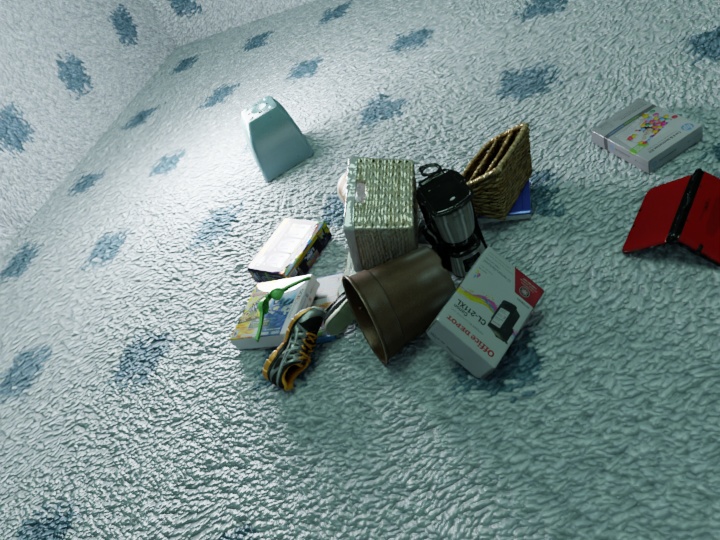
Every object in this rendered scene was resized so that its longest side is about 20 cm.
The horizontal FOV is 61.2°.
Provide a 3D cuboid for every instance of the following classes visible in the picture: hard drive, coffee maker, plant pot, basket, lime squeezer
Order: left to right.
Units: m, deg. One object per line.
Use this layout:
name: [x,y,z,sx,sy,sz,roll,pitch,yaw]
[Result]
plant pot: [-0.302,-0.467,2.067,0.193,0.203,0.197,-30,38,-3]
lime squeezer: [-0.206,0.074,1.465,0.070,0.038,0.201,19,63,49]
basket: [0.052,-0.128,1.398,0.155,0.202,0.204,-1,61,9]
plant pot: [0.088,0.058,1.289,0.195,0.204,0.201,-28,38,-11]
coffee maker: [0.210,-0.116,1.380,0.131,0.203,0.195,-12,42,16]
hard drive: [0.316,-0.170,1.493,0.194,0.026,0.134,-4,45,18]
basket: [0.310,-0.245,1.442,0.140,0.151,0.202,15,54,32]

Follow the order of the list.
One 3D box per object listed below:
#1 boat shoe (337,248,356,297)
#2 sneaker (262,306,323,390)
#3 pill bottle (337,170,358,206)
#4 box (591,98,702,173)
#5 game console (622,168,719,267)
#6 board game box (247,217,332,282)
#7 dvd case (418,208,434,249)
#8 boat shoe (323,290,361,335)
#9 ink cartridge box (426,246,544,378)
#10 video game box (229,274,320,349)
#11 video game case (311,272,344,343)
boat shoe: [0.000,0.000,1.494,0.067,0.071,0.205,4,62,19]
sneaker: [-0.135,0.175,1.356,0.077,0.078,0.203,35,95,39]
pill bottle: [0.016,-0.186,1.641,0.112,0.116,0.201,-30,39,-2]
box: [0.674,-0.323,1.446,0.153,0.042,0.201,-32,40,-2]
game console: [0.657,-0.092,1.228,0.170,0.120,0.202,30,62,12]
board game box: [-0.194,-0.050,1.673,0.162,0.057,0.202,8,53,39]
dvd case: [0.154,-0.118,1.557,0.147,0.025,0.202,7,52,35]
boat shoe: [-0.011,0.060,1.401,0.200,0.074,0.066,-47,37,6]
ink cartridge box: [0.244,0.082,1.191,0.145,0.083,0.201,38,66,6]
video game box: [-0.211,0.103,1.510,0.195,0.047,0.185,-10,42,34]
video game case: [-0.112,0.097,1.497,0.139,0.018,0.204,-12,42,20]
